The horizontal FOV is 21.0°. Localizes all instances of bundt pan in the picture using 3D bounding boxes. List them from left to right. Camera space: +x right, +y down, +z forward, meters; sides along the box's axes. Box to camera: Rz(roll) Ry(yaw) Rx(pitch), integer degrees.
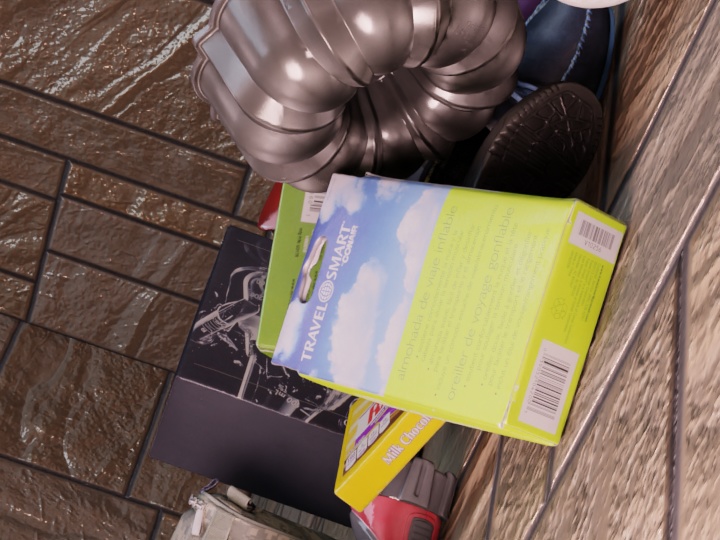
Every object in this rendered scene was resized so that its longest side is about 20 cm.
[{"bbox_3d":[0.008,-0.114,1.107,0.202,0.201,0.076,113,139,-52],"label":"bundt pan"}]

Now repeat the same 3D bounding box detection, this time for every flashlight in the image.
[{"bbox_3d":[0.004,0.215,1.219,0.068,0.068,0.201,67,-141,-72],"label":"flashlight"}]

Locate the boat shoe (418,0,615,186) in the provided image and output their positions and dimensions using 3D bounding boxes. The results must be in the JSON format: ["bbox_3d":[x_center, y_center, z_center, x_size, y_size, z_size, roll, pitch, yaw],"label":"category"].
[{"bbox_3d":[0.091,-0.089,1.202,0.084,0.068,0.201,29,95,48],"label":"boat shoe"}]

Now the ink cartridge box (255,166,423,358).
[{"bbox_3d":[0.000,0.000,1.302,0.200,0.075,0.149,41,-123,-73],"label":"ink cartridge box"}]

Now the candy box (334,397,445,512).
[{"bbox_3d":[0.055,0.049,1.164,0.200,0.026,0.102,-49,11,25],"label":"candy box"}]

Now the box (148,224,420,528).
[{"bbox_3d":[-0.045,0.087,1.562,0.183,0.199,0.104,-76,6,-46],"label":"box"}]

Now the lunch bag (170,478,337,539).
[{"bbox_3d":[-0.095,0.268,1.436,0.201,0.139,0.168,-68,-26,-7],"label":"lunch bag"}]

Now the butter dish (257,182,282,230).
[{"bbox_3d":[0.037,-0.081,1.737,0.199,0.148,0.200,-13,38,33],"label":"butter dish"}]

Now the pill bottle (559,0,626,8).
[{"bbox_3d":[0.134,-0.227,1.127,0.200,0.114,0.115,-78,8,-62],"label":"pill bottle"}]

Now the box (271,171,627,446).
[{"bbox_3d":[0.042,0.016,1.034,0.200,0.048,0.122,11,80,52],"label":"box"}]

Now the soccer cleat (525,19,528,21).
[{"bbox_3d":[0.109,-0.078,1.272,0.201,0.068,0.073,-63,33,7],"label":"soccer cleat"}]

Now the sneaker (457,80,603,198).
[{"bbox_3d":[0.061,-0.027,1.136,0.200,0.060,0.104,-59,18,1],"label":"sneaker"}]

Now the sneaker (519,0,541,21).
[{"bbox_3d":[0.123,-0.145,1.394,0.114,0.073,0.201,-51,-10,-22],"label":"sneaker"}]

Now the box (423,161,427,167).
[{"bbox_3d":[0.041,-0.119,1.506,0.200,0.096,0.177,39,-112,-63],"label":"box"}]
